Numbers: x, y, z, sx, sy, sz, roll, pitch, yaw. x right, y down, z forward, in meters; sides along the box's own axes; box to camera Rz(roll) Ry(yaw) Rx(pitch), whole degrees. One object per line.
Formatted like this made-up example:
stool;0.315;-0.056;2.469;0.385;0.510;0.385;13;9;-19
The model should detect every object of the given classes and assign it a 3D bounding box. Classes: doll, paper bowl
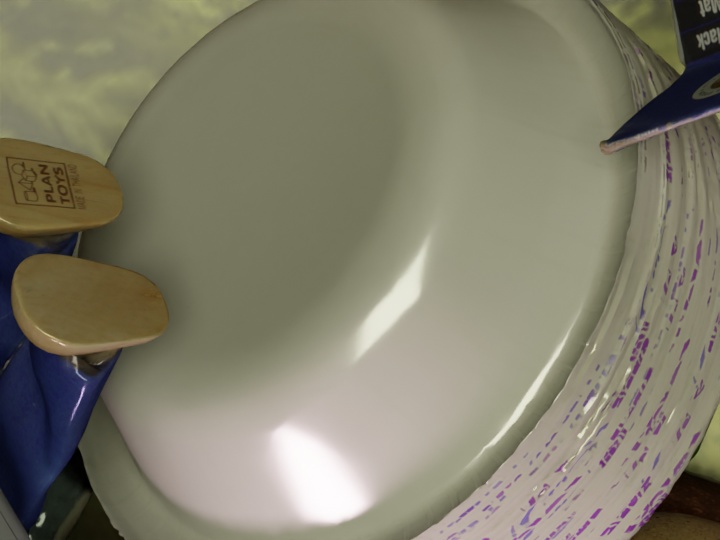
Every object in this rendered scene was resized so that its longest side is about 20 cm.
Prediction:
doll;-0.116;0.052;0.773;0.048;0.200;0.137;0;49;-33
paper bowl;0.000;0.000;0.769;0.201;0.201;0.104;-52;133;3

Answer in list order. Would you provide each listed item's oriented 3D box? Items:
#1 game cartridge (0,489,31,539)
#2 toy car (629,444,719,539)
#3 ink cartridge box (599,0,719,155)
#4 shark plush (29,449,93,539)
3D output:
game cartridge;-0.179;0.086;0.727;0.199;0.041;0.133;-16;120;22
toy car;0.098;0.119;0.774;0.157;0.200;0.165;22;94;-6
ink cartridge box;0.173;-0.107;0.684;0.200;0.199;0.041;-34;100;-40
shark plush;-0.134;0.128;0.840;0.199;0.083;0.091;-21;100;14
